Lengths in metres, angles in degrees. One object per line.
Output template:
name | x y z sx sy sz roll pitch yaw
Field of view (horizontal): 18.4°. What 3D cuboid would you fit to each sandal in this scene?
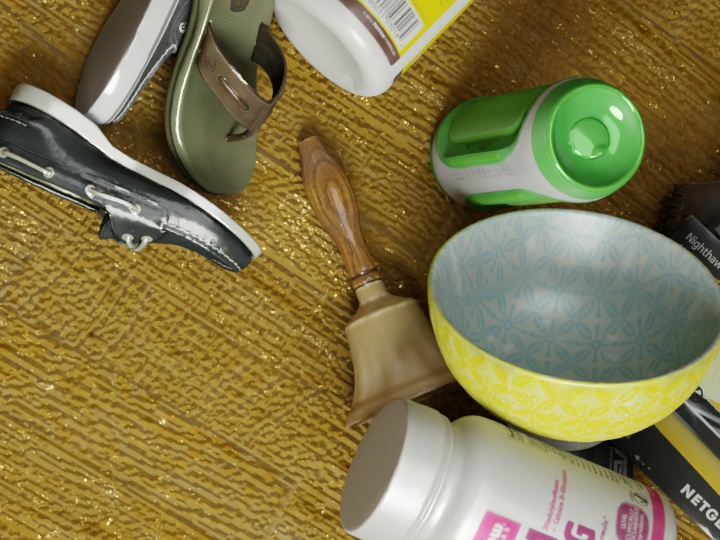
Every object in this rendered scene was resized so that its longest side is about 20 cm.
sandal | -0.082 -0.139 1.497 0.080 0.057 0.201 -18 128 -43

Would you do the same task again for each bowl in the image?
bowl | 0.140 0.056 1.504 0.200 0.200 0.108 -10 129 -20

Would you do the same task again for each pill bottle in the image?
pill bottle | 0.096 0.163 1.459 0.200 0.113 0.113 23 82 -16
pill bottle | 0.038 -0.224 1.554 0.200 0.109 0.109 -46 104 -15

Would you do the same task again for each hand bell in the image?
hand bell | 0.000 0.000 1.565 0.104 0.104 0.200 -21 84 -19

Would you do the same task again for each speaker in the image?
speaker | 0.118 -0.085 1.533 0.088 0.200 0.089 0 89 -20

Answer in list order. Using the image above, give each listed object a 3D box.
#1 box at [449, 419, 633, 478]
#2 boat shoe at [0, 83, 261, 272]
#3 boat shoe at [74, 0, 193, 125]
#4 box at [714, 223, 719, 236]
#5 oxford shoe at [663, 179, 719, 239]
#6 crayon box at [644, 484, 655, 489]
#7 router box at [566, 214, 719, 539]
box | 0.113 0.212 1.610 0.161 0.049 0.200 6 86 -22
boat shoe | -0.162 -0.047 1.500 0.200 0.076 0.060 32 78 -5
boat shoe | -0.123 -0.179 1.520 0.066 0.070 0.200 32 76 -26
box | 0.351 0.035 1.561 0.137 0.038 0.200 4 44 -49
oxford shoe | 0.250 -0.017 1.663 0.200 0.073 0.084 -44 78 -11
crayon box | 0.110 0.215 1.551 0.200 0.058 0.119 -4 88 -19
router box | 0.252 0.085 1.582 0.200 0.052 0.157 44 93 7
